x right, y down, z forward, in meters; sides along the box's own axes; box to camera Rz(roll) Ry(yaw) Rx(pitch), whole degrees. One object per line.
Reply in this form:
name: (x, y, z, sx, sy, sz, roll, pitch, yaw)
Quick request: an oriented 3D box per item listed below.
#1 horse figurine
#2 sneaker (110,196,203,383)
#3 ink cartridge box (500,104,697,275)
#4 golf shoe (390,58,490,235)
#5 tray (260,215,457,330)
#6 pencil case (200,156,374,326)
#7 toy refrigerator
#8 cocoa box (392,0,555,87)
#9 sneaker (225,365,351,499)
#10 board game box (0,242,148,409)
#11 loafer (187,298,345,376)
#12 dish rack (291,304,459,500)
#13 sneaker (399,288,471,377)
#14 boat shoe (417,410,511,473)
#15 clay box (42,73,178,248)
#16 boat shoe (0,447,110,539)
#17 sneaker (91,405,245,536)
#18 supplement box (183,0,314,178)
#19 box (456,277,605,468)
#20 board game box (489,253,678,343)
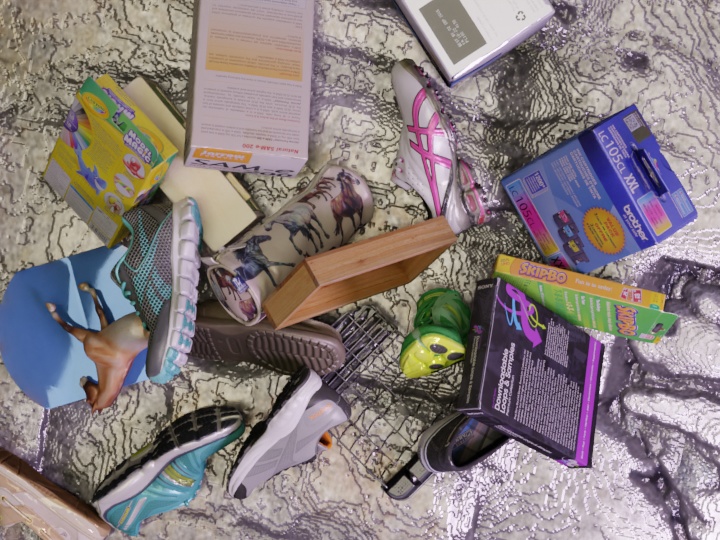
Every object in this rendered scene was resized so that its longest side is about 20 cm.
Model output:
horse figurine: (-0.250, 0.049, 1.512, 0.200, 0.050, 0.133, -35, 74, 9)
sneaker: (-0.217, 0.020, 1.451, 0.091, 0.078, 0.201, 1, 70, 4)
ink cartridge box: (0.255, -0.081, 1.445, 0.076, 0.200, 0.137, -31, 91, -34)
golf shoe: (0.068, -0.131, 1.516, 0.092, 0.073, 0.201, -22, 92, 6)
tray: (0.000, 0.000, 1.457, 0.037, 0.200, 0.099, 59, 138, 13)
pencil case: (-0.074, -0.035, 1.491, 0.200, 0.078, 0.090, -43, 123, -24)
toy refrigerator: (-0.193, -0.118, 1.530, 0.070, 0.076, 0.200, -39, 90, 4)
cocoa box: (0.096, -0.314, 1.475, 0.133, 0.131, 0.200, -32, 91, 4)
sneaker: (-0.083, 0.193, 1.512, 0.079, 0.074, 0.200, 34, 125, -8)
board game box: (-0.306, 0.062, 1.566, 0.199, 0.039, 0.158, -17, 86, 2)
loafer: (-0.107, 0.063, 1.518, 0.199, 0.068, 0.076, 9, 137, 16)
dish rack: (0.026, 0.143, 1.544, 0.200, 0.055, 0.153, 45, 93, 2)
sneaker: (0.077, 0.064, 1.466, 0.074, 0.200, 0.084, -23, 85, 14)
boat shoe: (0.151, 0.154, 1.490, 0.200, 0.066, 0.070, -28, 104, -26)
clay box: (-0.265, -0.120, 1.480, 0.115, 0.200, 0.048, 47, 52, 4)
boat shoe: (-0.380, 0.261, 1.561, 0.200, 0.074, 0.069, 34, 90, 1)
sneaker: (-0.207, 0.223, 1.561, 0.200, 0.078, 0.080, -36, 109, 10)
supplement box: (-0.119, -0.208, 1.484, 0.126, 0.074, 0.201, 6, 76, -13)
box: (0.182, 0.110, 1.455, 0.036, 0.200, 0.143, -10, 60, 41)
board game box: (0.237, 0.033, 1.504, 0.199, 0.096, 0.030, 16, 68, 3)
